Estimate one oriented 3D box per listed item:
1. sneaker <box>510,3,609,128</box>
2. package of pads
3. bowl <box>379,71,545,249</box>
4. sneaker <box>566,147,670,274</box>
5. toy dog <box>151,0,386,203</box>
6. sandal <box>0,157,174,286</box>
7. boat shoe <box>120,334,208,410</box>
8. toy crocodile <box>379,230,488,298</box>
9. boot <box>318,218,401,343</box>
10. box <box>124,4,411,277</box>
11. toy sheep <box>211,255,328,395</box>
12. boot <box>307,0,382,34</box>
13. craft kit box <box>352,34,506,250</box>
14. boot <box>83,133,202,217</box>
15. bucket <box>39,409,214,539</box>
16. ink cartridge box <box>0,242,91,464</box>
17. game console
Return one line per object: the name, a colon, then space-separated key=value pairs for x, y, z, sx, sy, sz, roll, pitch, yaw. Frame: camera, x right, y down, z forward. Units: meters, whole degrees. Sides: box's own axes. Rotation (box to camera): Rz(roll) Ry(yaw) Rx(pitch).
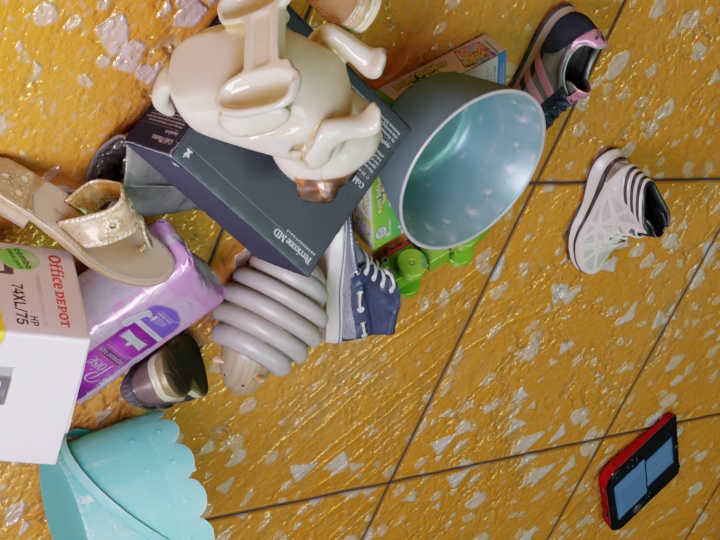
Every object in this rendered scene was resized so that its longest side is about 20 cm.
sneaker: x=0.225 y=-0.207 z=1.896 sx=0.070 sy=0.082 sz=0.201 roll=-10 pitch=132 yaw=-41
package of pads: x=-0.243 y=0.041 z=1.629 sx=0.200 sy=0.076 sz=0.121 roll=-35 pitch=153 yaw=0
bowl: x=0.091 y=-0.134 z=1.737 sx=0.200 sy=0.105 sz=0.202 roll=-28 pitch=142 yaw=-25
sneaker: x=0.344 y=-0.053 z=2.146 sx=0.075 sy=0.115 sz=0.201 roll=-23 pitch=139 yaw=-30
toy dog: x=-0.062 y=-0.135 z=1.398 sx=0.193 sy=0.140 sz=0.200 roll=-26 pitch=146 yaw=24
sandal: x=-0.247 y=-0.055 z=1.489 sx=0.211 sy=0.078 sz=0.070 roll=28 pitch=131 yaw=-25
boat shoe: x=-0.212 y=0.113 z=1.736 sx=0.066 sy=0.072 sz=0.201 roll=-17 pitch=179 yaw=5
toy crocodile: x=0.082 y=-0.023 z=1.953 sx=0.199 sy=0.062 sz=0.068 roll=-30 pitch=162 yaw=-14
boot: x=0.000 y=0.000 z=1.849 sx=0.090 sy=0.073 sz=0.201 roll=-6 pitch=137 yaw=-9
box: x=-0.087 y=-0.129 z=1.539 sx=0.200 sy=0.104 sz=0.183 roll=43 pitch=76 yaw=-32
toy sheep: x=-0.095 y=0.045 z=1.777 sx=0.138 sy=0.137 sz=0.201 roll=37 pitch=75 yaw=-55
boot: x=-0.078 y=-0.289 z=1.394 sx=0.155 sy=0.200 sz=0.073 roll=9 pitch=131 yaw=-49
craft kit box: x=0.078 y=-0.145 z=1.839 sx=0.197 sy=0.048 sz=0.201 roll=-31 pitch=143 yaw=-25
boot: x=-0.163 y=-0.119 z=1.599 sx=0.199 sy=0.073 sz=0.182 roll=10 pitch=116 yaw=-43
bucket: x=-0.258 y=0.260 z=1.757 sx=0.134 sy=0.207 sz=0.208 roll=-15 pitch=136 yaw=-25
ink cartridge box: x=-0.360 y=0.068 z=1.441 sx=0.199 sy=0.147 sz=0.147 roll=7 pitch=121 yaw=-23
game console: x=0.484 y=0.350 z=2.772 sx=0.177 sy=0.031 sz=0.200 roll=-36 pitch=145 yaw=-14
